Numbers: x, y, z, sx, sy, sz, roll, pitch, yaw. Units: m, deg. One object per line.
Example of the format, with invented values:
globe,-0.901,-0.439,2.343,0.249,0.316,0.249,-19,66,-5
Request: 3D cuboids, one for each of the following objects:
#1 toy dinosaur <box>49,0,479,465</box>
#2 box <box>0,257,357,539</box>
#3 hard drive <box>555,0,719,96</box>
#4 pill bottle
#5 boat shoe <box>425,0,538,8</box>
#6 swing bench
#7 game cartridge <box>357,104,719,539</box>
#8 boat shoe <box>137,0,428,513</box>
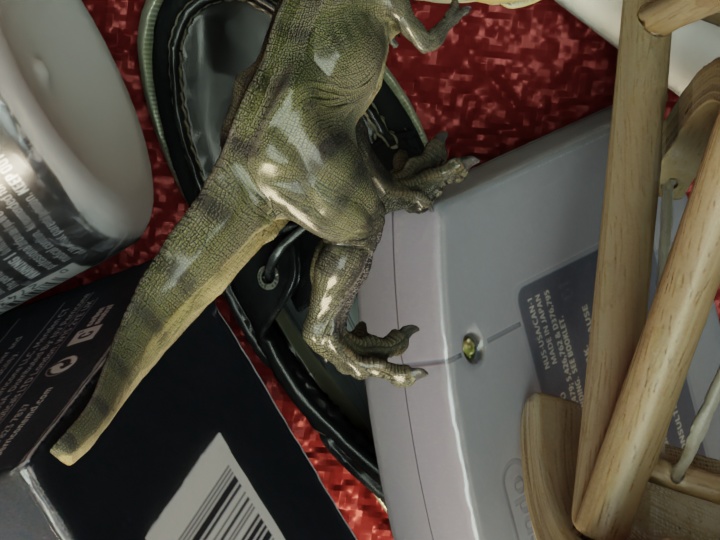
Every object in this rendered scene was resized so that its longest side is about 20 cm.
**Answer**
toy dinosaur,-0.009,-0.022,0.767,0.088,0.047,0.201,44,69,-43
box,-0.106,0.106,0.819,0.199,0.107,0.149,-19,112,31
hard drive,0.117,-0.116,0.883,0.200,0.026,0.132,35,97,-17
pill bottle,-0.165,-0.013,0.812,0.199,0.106,0.106,-26,109,13
boat shoe,-0.033,-0.119,0.780,0.200,0.063,0.073,25,94,-34
swing bench,0.162,0.022,0.806,0.198,0.130,0.201,18,77,-16
game cartridge,0.063,0.064,0.867,0.133,0.041,0.201,-23,102,-42
boat shoe,-0.002,0.001,0.873,0.074,0.066,0.200,-23,108,-3
